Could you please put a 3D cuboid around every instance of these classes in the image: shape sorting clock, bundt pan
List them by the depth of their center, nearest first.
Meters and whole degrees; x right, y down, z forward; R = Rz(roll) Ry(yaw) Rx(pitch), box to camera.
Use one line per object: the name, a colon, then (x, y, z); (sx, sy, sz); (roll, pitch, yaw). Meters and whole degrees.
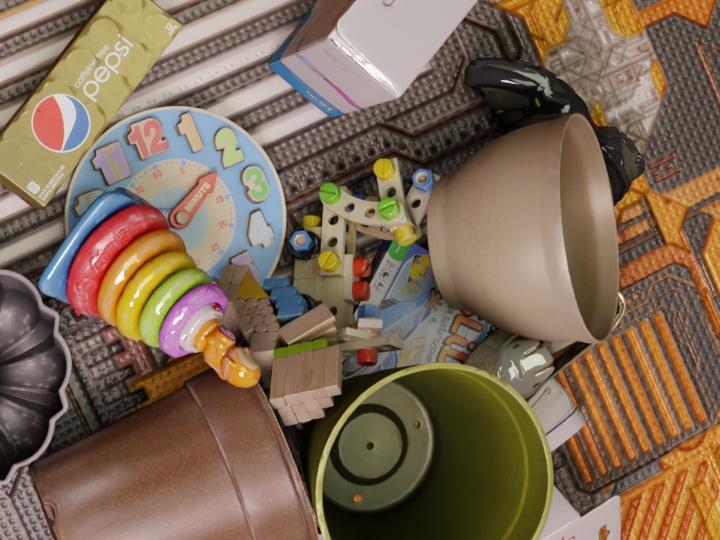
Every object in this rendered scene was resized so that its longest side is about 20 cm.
bundt pan: (-0.333, 0.090, 1.526); (0.202, 0.076, 0.202); (0, 82, 1)
shape sorting clock: (-0.161, -0.045, 1.619); (0.200, 0.039, 0.200); (0, 89, -16)

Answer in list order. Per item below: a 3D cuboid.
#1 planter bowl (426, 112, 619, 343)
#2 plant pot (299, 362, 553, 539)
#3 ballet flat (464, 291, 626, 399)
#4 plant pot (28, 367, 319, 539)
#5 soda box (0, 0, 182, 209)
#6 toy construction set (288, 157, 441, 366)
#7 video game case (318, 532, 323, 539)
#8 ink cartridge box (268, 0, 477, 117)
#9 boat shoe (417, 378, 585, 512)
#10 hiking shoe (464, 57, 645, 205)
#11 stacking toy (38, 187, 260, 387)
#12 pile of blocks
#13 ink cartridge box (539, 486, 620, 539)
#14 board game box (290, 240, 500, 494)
planter bowl: (0.138, -0.030, 1.611); (0.135, 0.200, 0.201); (-7, 92, 20)
plant pot: (0.035, 0.165, 1.554); (0.200, 0.193, 0.201); (-1, 95, -16)
ballet flat: (0.166, 0.068, 1.678); (0.200, 0.062, 0.067); (-36, 98, -31)
plant pot: (-0.161, 0.194, 1.537); (0.198, 0.200, 0.201); (-20, 95, -13)
soda box: (-0.242, -0.151, 1.583); (0.068, 0.064, 0.200); (38, 79, -13)
toy construction set: (0.000, 0.000, 1.617); (0.131, 0.092, 0.200); (-3, 59, 18)
video game case: (-0.105, 0.309, 1.642); (0.200, 0.018, 0.143); (0, 89, -17)
ink cartridge box: (0.016, -0.217, 1.591); (0.085, 0.200, 0.145); (40, 79, -12)
boat shoe: (0.114, 0.165, 1.685); (0.200, 0.071, 0.070); (-34, 93, -18)
hiking shoe: (0.169, -0.117, 1.701); (0.200, 0.076, 0.101); (34, 77, -14)
stacking toy: (-0.154, 0.030, 1.508); (0.200, 0.116, 0.110); (38, 92, 24)
pile of blocks: (-0.059, 0.064, 1.559); (0.082, 0.200, 0.062); (-28, 132, -7)
ink cartridge box: (0.136, 0.260, 1.661); (0.200, 0.115, 0.068); (-29, 53, -15)
board game box: (0.038, 0.085, 1.679); (0.135, 0.034, 0.200); (29, 81, -14)
